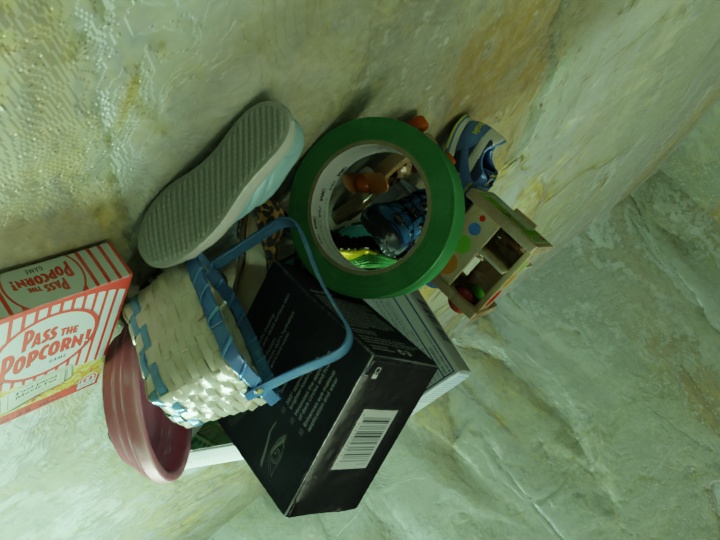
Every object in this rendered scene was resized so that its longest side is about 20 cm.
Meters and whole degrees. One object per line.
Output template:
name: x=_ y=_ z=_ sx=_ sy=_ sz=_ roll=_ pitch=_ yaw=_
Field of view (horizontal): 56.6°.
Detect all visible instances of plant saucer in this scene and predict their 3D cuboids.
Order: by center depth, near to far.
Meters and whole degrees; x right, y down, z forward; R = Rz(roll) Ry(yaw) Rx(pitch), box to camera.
plant saucer: x=-0.249 y=0.148 z=0.785 sx=0.051 sy=0.202 sz=0.201 roll=-10 pitch=161 yaw=0

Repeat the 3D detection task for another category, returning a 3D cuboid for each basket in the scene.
basket: x=-0.125 y=0.050 z=0.678 sx=0.199 sy=0.177 sz=0.139 roll=-29 pitch=145 yaw=3

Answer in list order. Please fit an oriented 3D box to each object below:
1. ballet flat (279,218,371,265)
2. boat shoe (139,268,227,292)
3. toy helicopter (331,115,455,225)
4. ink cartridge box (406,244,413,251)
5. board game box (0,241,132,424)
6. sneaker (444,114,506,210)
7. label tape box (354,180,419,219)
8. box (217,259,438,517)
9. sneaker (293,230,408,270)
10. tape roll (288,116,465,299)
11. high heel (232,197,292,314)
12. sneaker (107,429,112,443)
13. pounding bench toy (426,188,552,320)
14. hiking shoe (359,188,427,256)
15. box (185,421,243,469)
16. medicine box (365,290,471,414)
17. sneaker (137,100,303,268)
ballet flat: x=-0.050 y=-0.032 z=0.922 sx=0.199 sy=0.072 sz=0.072 roll=-19 pitch=155 yaw=-26
boat shoe: x=-0.188 y=0.036 z=0.816 sx=0.076 sy=0.072 sz=0.200 roll=-50 pitch=165 yaw=-9
toy helicopter: x=0.022 y=-0.113 z=0.890 sx=0.200 sy=0.079 sz=0.132 roll=-39 pitch=176 yaw=41
ink cartridge box: x=0.049 y=0.000 z=1.061 sx=0.094 sy=0.044 sz=0.200 roll=-28 pitch=160 yaw=-31
board game box: x=-0.317 y=0.071 z=0.644 sx=0.151 sy=0.046 sz=0.200 roll=-25 pitch=157 yaw=-44
sneaker: x=0.161 y=-0.130 z=1.021 sx=0.074 sy=0.082 sz=0.201 roll=-43 pitch=149 yaw=-59
label tape box: x=0.021 y=-0.051 z=1.053 sx=0.200 sy=0.066 sz=0.143 roll=-47 pitch=163 yaw=13
box: x=-0.052 y=0.127 z=0.752 sx=0.117 sy=0.200 sz=0.197 roll=15 pitch=108 yaw=-47
sneaker: x=0.000 y=0.000 z=0.889 sx=0.199 sy=0.078 sz=0.086 roll=8 pitch=112 yaw=-26
tape roll: x=0.016 y=-0.068 z=0.756 sx=0.200 sy=0.201 sz=0.048 roll=-45 pitch=163 yaw=15
high heel: x=-0.133 y=0.014 z=0.781 sx=0.143 sy=0.071 sz=0.201 roll=31 pitch=76 yaw=-78
sneaker: x=-0.287 y=0.163 z=0.940 sx=0.200 sy=0.074 sz=0.085 roll=-52 pitch=-174 yaw=18
pounding bench toy: x=0.191 y=-0.021 z=1.024 sx=0.156 sy=0.124 sz=0.200 roll=-51 pitch=162 yaw=19
hiking shoe: x=0.065 y=-0.076 z=0.867 sx=0.087 sy=0.075 sz=0.200 roll=-40 pitch=175 yaw=23
box: x=-0.182 y=0.180 z=0.924 sx=0.144 sy=0.036 sz=0.200 roll=-13 pitch=-147 yaw=13
medicine box: x=0.026 y=0.129 z=0.981 sx=0.200 sy=0.183 sz=0.103 roll=-36 pitch=160 yaw=10
sneaker: x=-0.127 y=-0.072 z=0.657 sx=0.200 sy=0.074 sz=0.082 roll=-41 pitch=162 yaw=7
